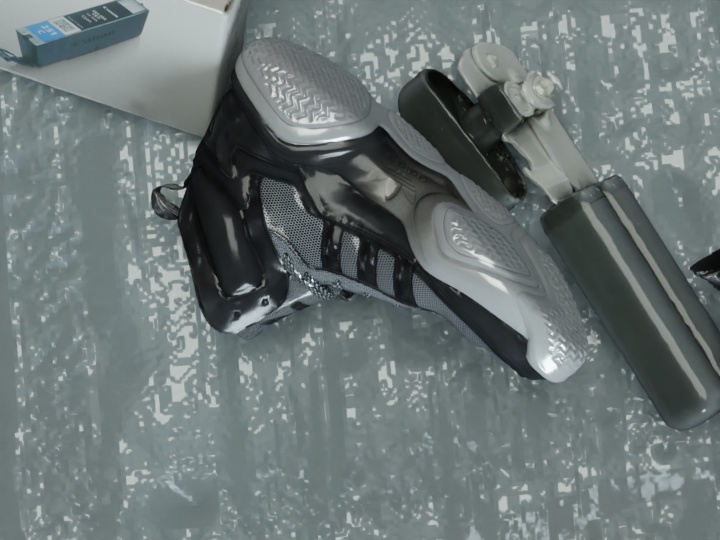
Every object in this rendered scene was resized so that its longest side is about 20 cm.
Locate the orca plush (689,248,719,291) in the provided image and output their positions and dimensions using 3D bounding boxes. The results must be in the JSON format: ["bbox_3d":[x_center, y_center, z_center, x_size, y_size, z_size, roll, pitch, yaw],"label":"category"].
[{"bbox_3d":[0.217,0.072,1.189,0.105,0.071,0.201,-4,77,-33],"label":"orca plush"}]

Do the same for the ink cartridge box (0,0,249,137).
[{"bbox_3d":[-0.143,-0.153,1.192,0.199,0.176,0.045,18,56,3],"label":"ink cartridge box"}]

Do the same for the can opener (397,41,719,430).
[{"bbox_3d":[0.097,-0.015,1.239,0.066,0.053,0.200,-41,81,31],"label":"can opener"}]

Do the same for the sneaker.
[{"bbox_3d":[0.000,0.000,1.209,0.200,0.075,0.114,43,109,9],"label":"sneaker"}]
